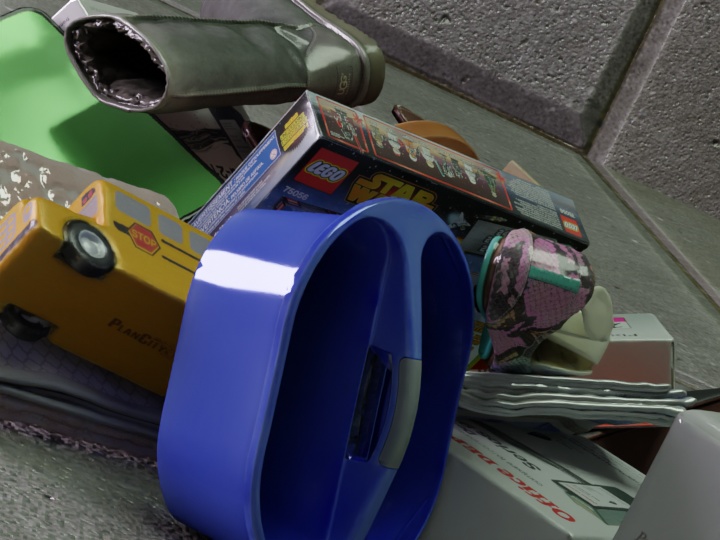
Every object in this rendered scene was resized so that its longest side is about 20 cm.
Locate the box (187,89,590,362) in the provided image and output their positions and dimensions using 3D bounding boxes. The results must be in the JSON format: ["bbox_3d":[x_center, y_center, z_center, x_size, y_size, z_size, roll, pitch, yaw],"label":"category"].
[{"bbox_3d":[0.010,-0.013,1.417,0.199,0.137,0.040,21,37,-36],"label":"box"}]

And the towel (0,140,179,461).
[{"bbox_3d":[-0.165,0.007,1.344,0.199,0.032,0.192,19,39,-38],"label":"towel"}]

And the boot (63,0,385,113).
[{"bbox_3d":[-0.105,-0.141,1.607,0.199,0.073,0.181,-12,24,-40],"label":"boot"}]

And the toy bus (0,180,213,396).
[{"bbox_3d":[-0.102,0.017,1.314,0.200,0.065,0.078,28,35,-30],"label":"toy bus"}]

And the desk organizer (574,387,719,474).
[{"bbox_3d":[0.179,0.130,1.650,0.072,0.077,0.200,-8,2,42],"label":"desk organizer"}]

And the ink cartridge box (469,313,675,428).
[{"bbox_3d":[0.106,0.065,1.650,0.199,0.044,0.174,-1,8,-2],"label":"ink cartridge box"}]

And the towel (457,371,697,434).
[{"bbox_3d":[0.083,0.077,1.442,0.146,0.024,0.200,5,-7,-18],"label":"towel"}]

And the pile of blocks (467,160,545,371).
[{"bbox_3d":[0.076,0.018,1.533,0.062,0.200,0.082,43,56,14],"label":"pile of blocks"}]

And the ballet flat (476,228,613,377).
[{"bbox_3d":[0.098,0.024,1.342,0.071,0.069,0.200,19,-9,6],"label":"ballet flat"}]

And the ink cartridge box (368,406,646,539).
[{"bbox_3d":[0.100,0.148,1.361,0.146,0.084,0.200,32,12,36],"label":"ink cartridge box"}]

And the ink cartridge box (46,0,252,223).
[{"bbox_3d":[-0.126,-0.066,1.651,0.145,0.084,0.200,9,46,-59],"label":"ink cartridge box"}]

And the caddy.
[{"bbox_3d":[-0.013,0.060,1.247,0.105,0.201,0.141,14,3,42],"label":"caddy"}]

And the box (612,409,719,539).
[{"bbox_3d":[0.235,0.192,1.237,0.199,0.172,0.200,34,13,34],"label":"box"}]

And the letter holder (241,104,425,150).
[{"bbox_3d":[0.018,-0.058,1.708,0.142,0.100,0.200,57,10,18],"label":"letter holder"}]

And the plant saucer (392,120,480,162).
[{"bbox_3d":[0.000,0.000,1.526,0.032,0.201,0.200,43,17,27],"label":"plant saucer"}]

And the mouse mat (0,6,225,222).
[{"bbox_3d":[-0.197,-0.076,1.533,0.161,0.008,0.200,-30,61,-36],"label":"mouse mat"}]
